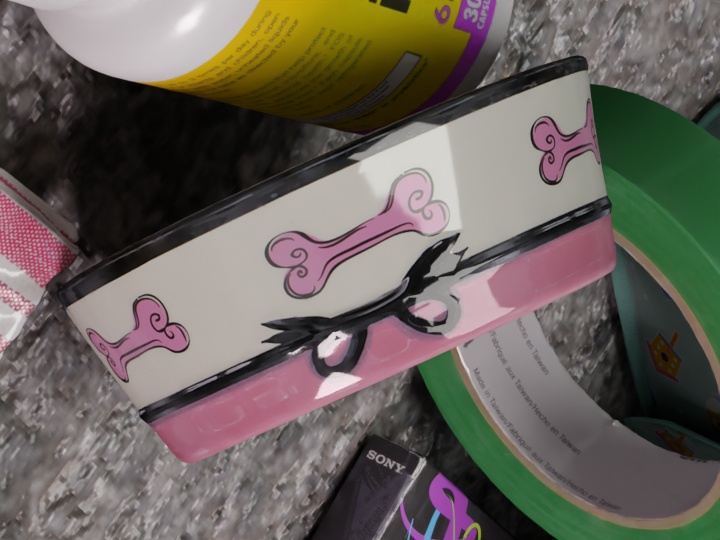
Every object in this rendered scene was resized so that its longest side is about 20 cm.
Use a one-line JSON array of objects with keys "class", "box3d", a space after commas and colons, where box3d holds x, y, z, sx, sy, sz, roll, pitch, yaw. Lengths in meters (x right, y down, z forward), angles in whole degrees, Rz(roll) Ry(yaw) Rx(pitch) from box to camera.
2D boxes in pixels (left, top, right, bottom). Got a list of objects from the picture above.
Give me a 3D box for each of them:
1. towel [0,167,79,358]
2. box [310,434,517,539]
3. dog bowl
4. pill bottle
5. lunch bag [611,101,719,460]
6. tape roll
[{"class": "towel", "box3d": [-0.183, 0.039, 0.898, 0.201, 0.030, 0.146, -60, 142, -9]}, {"class": "box", "box3d": [0.024, 0.173, 1.221, 0.143, 0.036, 0.200, -59, 144, -10]}, {"class": "dog bowl", "box3d": [0.000, 0.000, 0.960, 0.200, 0.200, 0.074, -23, 89, -43]}, {"class": "pill bottle", "box3d": [-0.042, -0.108, 0.931, 0.199, 0.104, 0.105, 9, 102, -53]}, {"class": "lunch bag", "box3d": [0.209, 0.045, 1.267, 0.122, 0.170, 0.201, -35, 131, -35]}, {"class": "tape roll", "box3d": [0.101, 0.026, 1.099, 0.048, 0.200, 0.201, -35, 133, -35]}]
